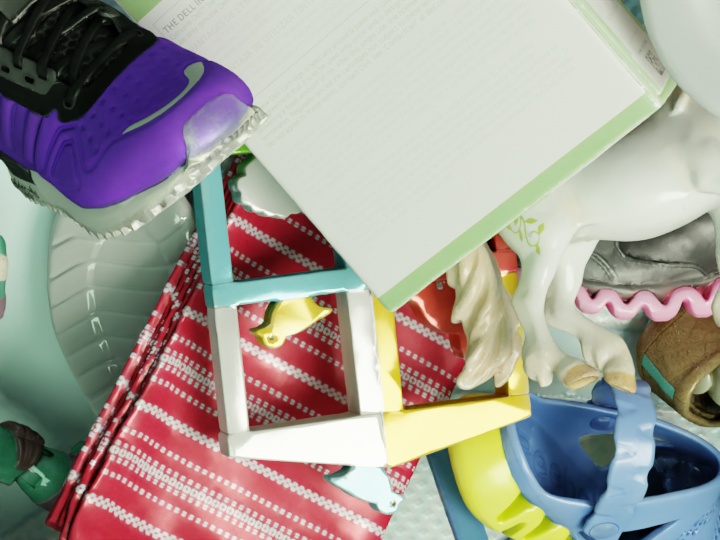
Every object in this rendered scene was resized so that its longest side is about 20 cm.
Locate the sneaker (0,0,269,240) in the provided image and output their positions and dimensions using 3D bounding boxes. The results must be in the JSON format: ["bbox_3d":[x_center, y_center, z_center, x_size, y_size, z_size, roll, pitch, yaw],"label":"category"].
[{"bbox_3d":[-0.113,-0.074,0.924,0.070,0.200,0.100,-42,113,-19],"label":"sneaker"}]

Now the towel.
[{"bbox_3d":[-0.031,0.055,1.030,0.145,0.022,0.200,33,75,-27],"label":"towel"}]

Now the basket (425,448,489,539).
[{"bbox_3d":[0.012,0.188,1.103,0.139,0.176,0.200,5,135,-26],"label":"basket"}]

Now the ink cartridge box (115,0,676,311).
[{"bbox_3d":[0.001,-0.101,0.927,0.146,0.048,0.200,-38,96,29],"label":"ink cartridge box"}]

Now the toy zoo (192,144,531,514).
[{"bbox_3d":[0.000,0.000,1.004,0.131,0.020,0.200,-7,93,-16],"label":"toy zoo"}]

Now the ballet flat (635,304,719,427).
[{"bbox_3d":[0.224,0.049,1.097,0.200,0.072,0.068,4,121,-9],"label":"ballet flat"}]

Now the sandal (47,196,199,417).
[{"bbox_3d":[-0.081,0.043,1.073,0.082,0.050,0.203,-11,110,17],"label":"sandal"}]

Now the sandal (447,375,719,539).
[{"bbox_3d":[0.128,0.103,1.087,0.087,0.080,0.200,-25,143,31],"label":"sandal"}]

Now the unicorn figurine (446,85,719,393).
[{"bbox_3d":[0.123,-0.030,0.980,0.200,0.137,0.074,-13,158,-5],"label":"unicorn figurine"}]

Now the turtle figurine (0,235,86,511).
[{"bbox_3d":[-0.200,0.057,1.038,0.150,0.101,0.200,-20,133,22],"label":"turtle figurine"}]

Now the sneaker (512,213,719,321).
[{"bbox_3d":[0.153,-0.027,1.055,0.200,0.079,0.095,-2,99,-6],"label":"sneaker"}]

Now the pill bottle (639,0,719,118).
[{"bbox_3d":[0.204,-0.113,0.924,0.200,0.114,0.114,-10,133,-50],"label":"pill bottle"}]

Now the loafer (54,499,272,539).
[{"bbox_3d":[-0.128,0.147,1.071,0.200,0.070,0.075,-29,105,9],"label":"loafer"}]
